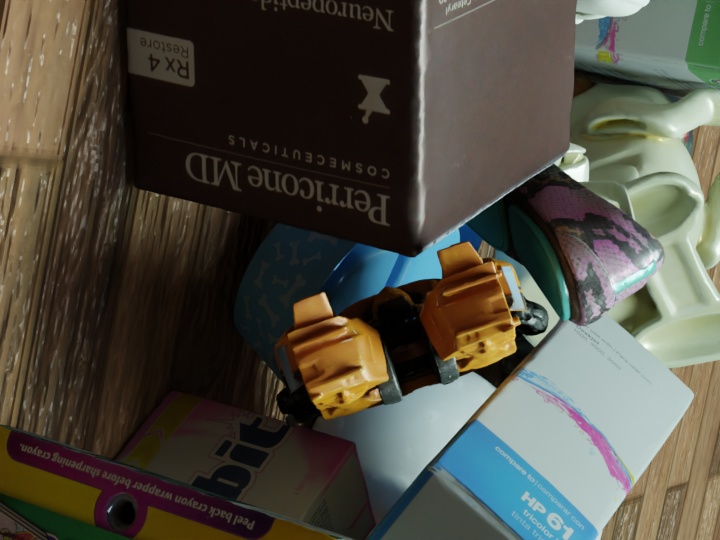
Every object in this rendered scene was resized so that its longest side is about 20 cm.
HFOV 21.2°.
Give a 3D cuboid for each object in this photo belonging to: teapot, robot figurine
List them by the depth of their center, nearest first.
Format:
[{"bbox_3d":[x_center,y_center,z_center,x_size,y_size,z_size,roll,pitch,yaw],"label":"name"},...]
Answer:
[{"bbox_3d":[0.022,0.031,0.926,0.200,0.144,0.059,72,-1,-86],"label":"robot figurine"},{"bbox_3d":[0.057,0.151,1.177,0.200,0.145,0.198,-53,145,-39],"label":"teapot"}]

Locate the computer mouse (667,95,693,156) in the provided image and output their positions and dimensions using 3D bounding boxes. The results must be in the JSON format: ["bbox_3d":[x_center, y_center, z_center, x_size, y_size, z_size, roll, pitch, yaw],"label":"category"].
[{"bbox_3d":[0.193,-0.053,1.359,0.139,0.053,0.200,-50,166,-35],"label":"computer mouse"}]

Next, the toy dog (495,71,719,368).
[{"bbox_3d":[0.155,-0.038,1.192,0.140,0.193,0.200,49,29,-27],"label":"toy dog"}]

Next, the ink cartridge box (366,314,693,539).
[{"bbox_3d":[0.069,0.121,0.952,0.145,0.085,0.200,-55,173,34],"label":"ink cartridge box"}]

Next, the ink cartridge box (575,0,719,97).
[{"bbox_3d":[0.183,-0.161,1.211,0.145,0.199,0.088,11,90,-62],"label":"ink cartridge box"}]

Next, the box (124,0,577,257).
[{"bbox_3d":[-0.001,-0.140,0.909,0.164,0.165,0.201,-34,131,-52],"label":"box"}]

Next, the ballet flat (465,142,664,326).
[{"bbox_3d":[0.097,-0.035,0.995,0.071,0.200,0.069,-18,120,-13],"label":"ballet flat"}]

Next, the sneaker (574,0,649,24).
[{"bbox_3d":[0.074,-0.137,1.020,0.073,0.200,0.085,10,94,-39],"label":"sneaker"}]

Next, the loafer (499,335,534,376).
[{"bbox_3d":[0.146,0.091,1.399,0.200,0.073,0.073,25,85,-61],"label":"loafer"}]

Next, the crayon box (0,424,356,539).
[{"bbox_3d":[-0.108,0.172,0.817,0.058,0.199,0.173,29,77,-62],"label":"crayon box"}]

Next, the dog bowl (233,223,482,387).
[{"bbox_3d":[0.000,0.000,1.075,0.200,0.049,0.112,-21,140,-58],"label":"dog bowl"}]

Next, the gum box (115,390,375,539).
[{"bbox_3d":[-0.087,0.152,0.940,0.200,0.113,0.066,-53,145,-36],"label":"gum box"}]
